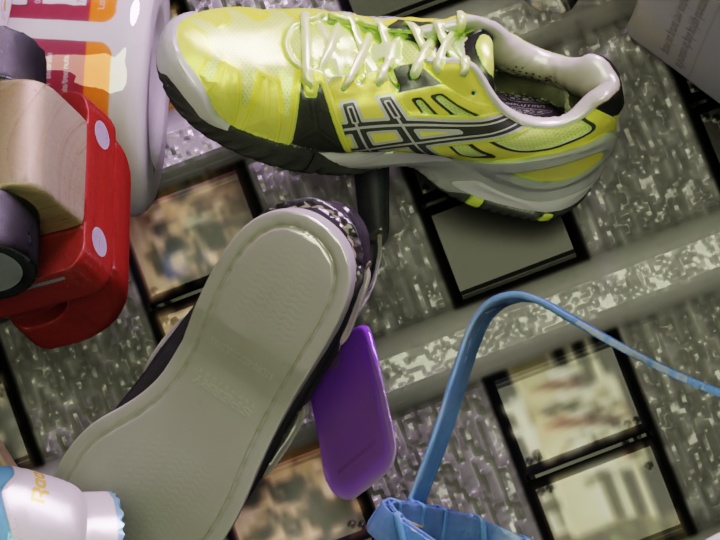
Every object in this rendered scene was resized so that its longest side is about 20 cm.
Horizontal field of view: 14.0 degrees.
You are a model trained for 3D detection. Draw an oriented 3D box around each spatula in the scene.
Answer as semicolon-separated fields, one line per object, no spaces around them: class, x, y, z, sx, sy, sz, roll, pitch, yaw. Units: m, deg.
spatula;0.000;0.000;1.215;0.020;0.057;0.201;19;55;-22

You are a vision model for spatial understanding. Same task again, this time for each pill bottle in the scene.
pill bottle;-0.182;-0.081;1.218;0.199;0.110;0.110;3;80;2

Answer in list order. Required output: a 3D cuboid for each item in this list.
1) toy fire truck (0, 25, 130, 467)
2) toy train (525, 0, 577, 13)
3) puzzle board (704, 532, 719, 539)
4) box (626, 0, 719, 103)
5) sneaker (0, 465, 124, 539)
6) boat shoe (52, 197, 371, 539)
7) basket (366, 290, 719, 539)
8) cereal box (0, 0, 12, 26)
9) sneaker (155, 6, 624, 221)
toy fire truck;-0.160;0.019;1.170;0.175;0.200;0.129;-14;59;21
toy train;0.106;-0.207;1.251;0.114;0.087;0.201;32;82;12
puzzle board;0.117;0.196;1.085;0.150;0.017;0.201;-27;119;0
box;0.236;-0.143;1.177;0.171;0.199;0.200;38;83;6
sneaker;-0.159;0.172;1.142;0.080;0.076;0.201;18;91;-18
boat shoe;-0.061;0.055;1.180;0.074;0.060;0.201;33;107;9
basket;0.090;0.128;1.151;0.176;0.139;0.201;24;89;25
cereal box;-0.202;-0.168;1.184;0.143;0.040;0.201;1;58;7
sneaker;0.015;-0.082;1.205;0.199;0.077;0.076;9;53;-19
